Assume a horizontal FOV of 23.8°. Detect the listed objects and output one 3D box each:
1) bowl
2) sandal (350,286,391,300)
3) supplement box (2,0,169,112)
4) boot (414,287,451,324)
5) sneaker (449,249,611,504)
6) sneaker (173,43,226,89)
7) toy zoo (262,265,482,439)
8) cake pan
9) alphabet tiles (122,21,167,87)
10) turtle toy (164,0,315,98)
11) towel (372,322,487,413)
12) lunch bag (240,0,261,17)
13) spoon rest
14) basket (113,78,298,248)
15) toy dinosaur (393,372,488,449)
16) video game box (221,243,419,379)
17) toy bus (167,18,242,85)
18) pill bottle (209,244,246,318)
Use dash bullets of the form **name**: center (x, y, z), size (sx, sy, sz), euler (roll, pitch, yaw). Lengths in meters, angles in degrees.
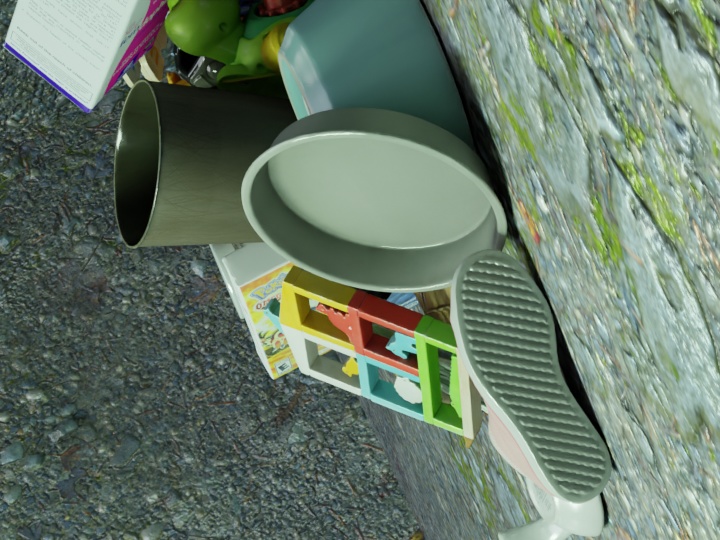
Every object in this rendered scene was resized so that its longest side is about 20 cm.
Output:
- **bowl**: center (0.004, -0.137, 1.321), size (0.201, 0.104, 0.202), euler (157, 90, -84)
- **sandal**: center (0.001, -0.001, 1.485), size (0.048, 0.075, 0.200), euler (42, 180, -17)
- **supplement box**: center (-0.218, -0.241, 1.439), size (0.103, 0.101, 0.200), euler (38, 148, 0)
- **boot**: center (0.073, -0.003, 1.447), size (0.176, 0.066, 0.200), euler (55, 176, -3)
- **sneaker**: center (0.114, 0.079, 1.284), size (0.201, 0.075, 0.105), euler (63, 170, -7)
- **sneaker**: center (-0.087, -0.179, 1.589), size (0.114, 0.198, 0.077), euler (-45, -24, -64)
- **toy zoo**: center (0.006, 0.064, 1.413), size (0.199, 0.021, 0.132), euler (20, 147, 20)
- **cake pan**: center (0.012, -0.053, 1.263), size (0.201, 0.198, 0.037), euler (75, -158, -55)
- **alphabet tiles**: center (-0.239, -0.279, 1.652), size (0.200, 0.014, 0.197), euler (59, -157, -44)
- **turtle toy**: center (-0.071, -0.196, 1.467), size (0.146, 0.198, 0.102), euler (141, 128, -59)
- **towel**: center (0.072, 0.077, 1.544), size (0.148, 0.031, 0.200), euler (27, -174, -15)
- **lunch bag**: center (-0.118, -0.321, 1.537), size (0.132, 0.135, 0.201), euler (24, -133, -78)
- **spoon rest**: center (0.166, 0.194, 1.438), size (0.100, 0.060, 0.200), euler (63, 160, 22)
- **basket**: center (-0.092, -0.085, 1.430), size (0.180, 0.198, 0.137), euler (156, 113, -69)
- **toy dinosaur**: center (0.071, 0.118, 1.617), size (0.106, 0.061, 0.200), euler (30, -173, 7)
- **video game box**: center (-0.023, 0.005, 1.671), size (0.047, 0.199, 0.183), euler (58, 171, 34)
- **toy bus**: center (-0.124, -0.223, 1.722), size (0.136, 0.198, 0.193), euler (-33, -75, -85)
- **pill bottle**: center (-0.054, -0.030, 1.804), size (0.116, 0.199, 0.117), euler (157, 90, -85)
